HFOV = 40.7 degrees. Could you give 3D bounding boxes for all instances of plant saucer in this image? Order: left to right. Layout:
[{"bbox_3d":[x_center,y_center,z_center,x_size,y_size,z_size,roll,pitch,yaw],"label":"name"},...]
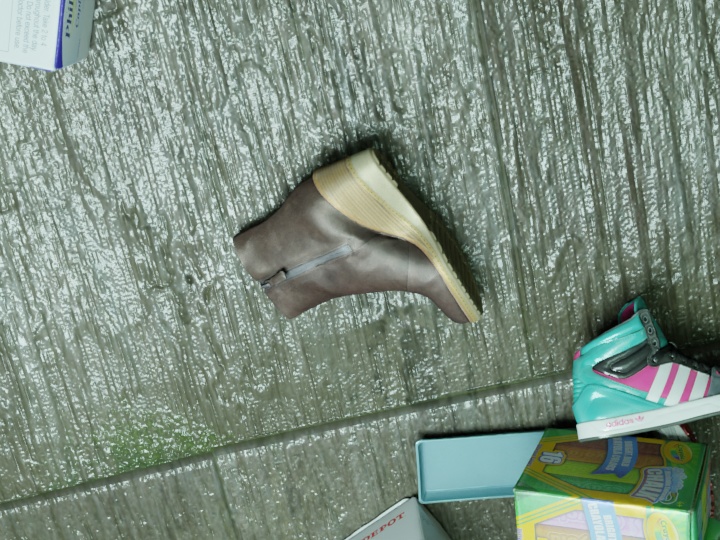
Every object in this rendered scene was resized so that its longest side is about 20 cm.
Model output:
[{"bbox_3d":[0.155,0.190,0.966,0.198,0.019,0.070,-4,107,1],"label":"plant saucer"}]

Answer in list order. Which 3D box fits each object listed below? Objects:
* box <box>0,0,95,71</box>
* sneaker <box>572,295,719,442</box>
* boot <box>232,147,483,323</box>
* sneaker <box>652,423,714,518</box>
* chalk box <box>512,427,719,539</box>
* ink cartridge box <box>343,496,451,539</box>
[{"bbox_3d":[-0.317,-0.273,0.778,0.198,0.105,0.185,11,106,-3],"label":"box"},{"bbox_3d":[0.283,0.081,0.893,0.198,0.084,0.122,-10,77,-6],"label":"sneaker"},{"bbox_3d":[0.000,0.000,0.895,0.166,0.072,0.200,-33,106,21],"label":"boot"},{"bbox_3d":[0.300,0.229,0.949,0.081,0.078,0.202,-8,104,7],"label":"sneaker"},{"bbox_3d":[0.251,0.230,0.870,0.199,0.124,0.125,1,108,25],"label":"chalk box"},{"bbox_3d":[0.027,0.328,0.911,0.146,0.200,0.083,-36,107,10],"label":"ink cartridge box"}]
